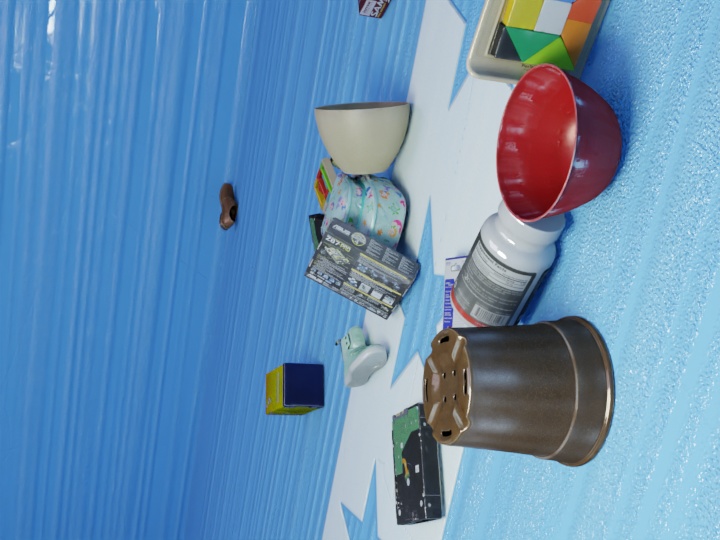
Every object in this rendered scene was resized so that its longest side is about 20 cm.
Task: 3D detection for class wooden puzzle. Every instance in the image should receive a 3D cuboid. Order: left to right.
[{"bbox_3d":[0.246,-0.340,1.184,0.037,0.182,0.203,-123,41,-54],"label":"wooden puzzle"}]

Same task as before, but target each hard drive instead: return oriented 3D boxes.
[{"bbox_3d":[-0.075,-0.060,2.208,0.200,0.037,0.142,-156,56,-69],"label":"hard drive"},{"bbox_3d":[0.101,0.354,1.646,0.140,0.037,0.204,135,135,-62],"label":"hard drive"}]

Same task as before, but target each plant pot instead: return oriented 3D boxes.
[{"bbox_3d":[0.006,-0.272,1.862,0.200,0.197,0.137,-147,52,-68],"label":"plant pot"},{"bbox_3d":[0.198,0.158,1.199,0.200,0.195,0.204,-176,90,-70],"label":"plant pot"}]

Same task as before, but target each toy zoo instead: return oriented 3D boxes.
[{"bbox_3d":[-0.076,-0.177,2.211,0.200,0.020,0.133,121,129,-70],"label":"toy zoo"}]

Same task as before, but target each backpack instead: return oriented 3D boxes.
[{"bbox_3d":[0.011,-0.107,1.872,0.200,0.148,0.180,45,121,58],"label":"backpack"}]

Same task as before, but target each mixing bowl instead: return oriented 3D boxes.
[{"bbox_3d":[0.271,-0.162,1.186,0.200,0.107,0.204,-177,90,-69],"label":"mixing bowl"}]

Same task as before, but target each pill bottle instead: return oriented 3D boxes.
[{"bbox_3d":[0.214,-0.013,1.309,0.117,0.114,0.202,-106,29,-44],"label":"pill bottle"}]

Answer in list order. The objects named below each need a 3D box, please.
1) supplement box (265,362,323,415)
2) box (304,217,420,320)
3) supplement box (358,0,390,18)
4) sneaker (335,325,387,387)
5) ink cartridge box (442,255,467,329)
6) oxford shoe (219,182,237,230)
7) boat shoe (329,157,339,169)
[{"bbox_3d":[-0.174,0.312,2.352,0.200,0.107,0.112,143,128,-65],"label":"supplement box"},{"bbox_3d":[0.000,0.000,1.797,0.049,0.198,0.162,-63,2,-37],"label":"box"},{"bbox_3d":[0.033,-0.691,2.049,0.109,0.060,0.203,130,141,-60],"label":"supplement box"},{"bbox_3d":[-0.003,0.167,1.940,0.201,0.072,0.120,126,137,-60],"label":"sneaker"},{"bbox_3d":[0.171,0.079,1.532,0.095,0.036,0.204,173,99,-71],"label":"ink cartridge box"},{"bbox_3d":[-0.504,-0.257,3.502,0.071,0.071,0.203,-26,57,35],"label":"oxford shoe"},{"bbox_3d":[-0.007,-0.275,2.095,0.200,0.063,0.074,-25,36,61],"label":"boat shoe"}]
